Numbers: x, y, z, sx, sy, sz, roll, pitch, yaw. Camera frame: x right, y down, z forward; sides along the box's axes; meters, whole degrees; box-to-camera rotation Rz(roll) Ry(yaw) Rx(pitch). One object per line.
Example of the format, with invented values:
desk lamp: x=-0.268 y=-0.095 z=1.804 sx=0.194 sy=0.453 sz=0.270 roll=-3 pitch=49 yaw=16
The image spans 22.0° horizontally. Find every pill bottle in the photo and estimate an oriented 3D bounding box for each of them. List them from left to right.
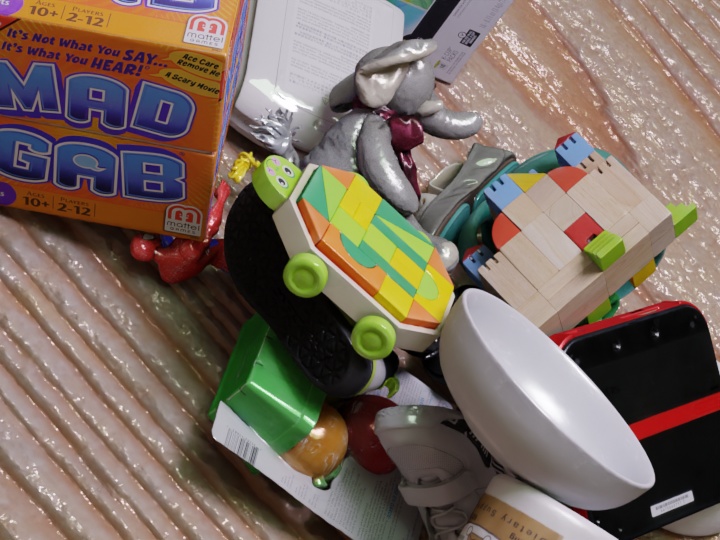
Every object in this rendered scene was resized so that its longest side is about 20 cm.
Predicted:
pill bottle: x=0.098 y=0.260 z=1.345 sx=0.114 sy=0.114 sz=0.201 roll=31 pitch=84 yaw=-8

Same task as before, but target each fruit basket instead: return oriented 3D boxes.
fruit basket: x=-0.022 y=0.122 z=1.473 sx=0.200 sy=0.093 sz=0.186 roll=41 pitch=41 yaw=-22

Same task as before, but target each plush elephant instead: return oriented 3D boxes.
plush elephant: x=0.026 y=-0.116 z=1.559 sx=0.200 sy=0.155 sz=0.165 roll=39 pitch=0 yaw=-13

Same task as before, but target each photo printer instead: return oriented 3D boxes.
photo printer: x=-0.042 y=-0.181 z=1.696 sx=0.165 sy=0.069 sz=0.201 roll=20 pitch=50 yaw=-20

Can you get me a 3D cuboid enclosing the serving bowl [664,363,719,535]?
serving bowl: x=0.288 y=0.134 z=1.665 sx=0.199 sy=0.066 sz=0.201 roll=19 pitch=47 yaw=-21

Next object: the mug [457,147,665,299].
mug: x=0.177 y=-0.044 z=1.667 sx=0.185 sy=0.152 sz=0.115 roll=27 pitch=32 yaw=-55

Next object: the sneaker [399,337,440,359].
sneaker: x=0.000 y=0.000 z=1.496 sx=0.200 sy=0.112 sz=0.073 roll=37 pitch=81 yaw=-33

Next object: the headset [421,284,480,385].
headset: x=0.117 y=0.084 z=1.559 sx=0.124 sy=0.094 sz=0.200 roll=46 pitch=28 yaw=-19

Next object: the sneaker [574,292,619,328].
sneaker: x=0.204 y=0.100 z=1.577 sx=0.083 sy=0.074 sz=0.202 roll=-8 pitch=65 yaw=7

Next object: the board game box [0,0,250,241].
board game box: x=-0.196 y=-0.177 z=1.462 sx=0.198 sy=0.201 sz=0.201 roll=10 pitch=48 yaw=-2

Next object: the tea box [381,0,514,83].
tea box: x=0.053 y=-0.319 z=1.784 sx=0.196 sy=0.200 sz=0.134 roll=20 pitch=47 yaw=-17

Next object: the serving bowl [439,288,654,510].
serving bowl: x=0.127 y=0.107 z=1.381 sx=0.200 sy=0.066 sz=0.200 roll=41 pitch=15 yaw=-13

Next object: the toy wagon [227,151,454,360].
toy wagon: x=-0.014 y=-0.024 z=1.400 sx=0.200 sy=0.040 sz=0.155 roll=43 pitch=29 yaw=-10

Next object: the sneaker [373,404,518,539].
sneaker: x=0.073 y=0.188 z=1.432 sx=0.200 sy=0.075 sz=0.116 roll=44 pitch=44 yaw=-42

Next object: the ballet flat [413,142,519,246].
ballet flat: x=0.081 y=-0.056 z=1.700 sx=0.063 sy=0.068 sz=0.200 roll=20 pitch=38 yaw=21

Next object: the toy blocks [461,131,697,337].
toy blocks: x=0.161 y=-0.033 z=1.553 sx=0.200 sy=0.100 sz=0.137 roll=-40 pitch=63 yaw=-6

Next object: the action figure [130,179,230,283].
action figure: x=-0.106 y=-0.034 z=1.543 sx=0.199 sy=0.065 sz=0.100 roll=1 pitch=61 yaw=-35

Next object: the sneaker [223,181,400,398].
sneaker: x=-0.035 y=0.020 z=1.435 sx=0.083 sy=0.072 sz=0.201 roll=2 pitch=52 yaw=-52

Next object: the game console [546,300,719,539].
game console: x=0.234 y=0.124 z=1.545 sx=0.199 sy=0.031 sz=0.178 roll=-14 pitch=92 yaw=-38
